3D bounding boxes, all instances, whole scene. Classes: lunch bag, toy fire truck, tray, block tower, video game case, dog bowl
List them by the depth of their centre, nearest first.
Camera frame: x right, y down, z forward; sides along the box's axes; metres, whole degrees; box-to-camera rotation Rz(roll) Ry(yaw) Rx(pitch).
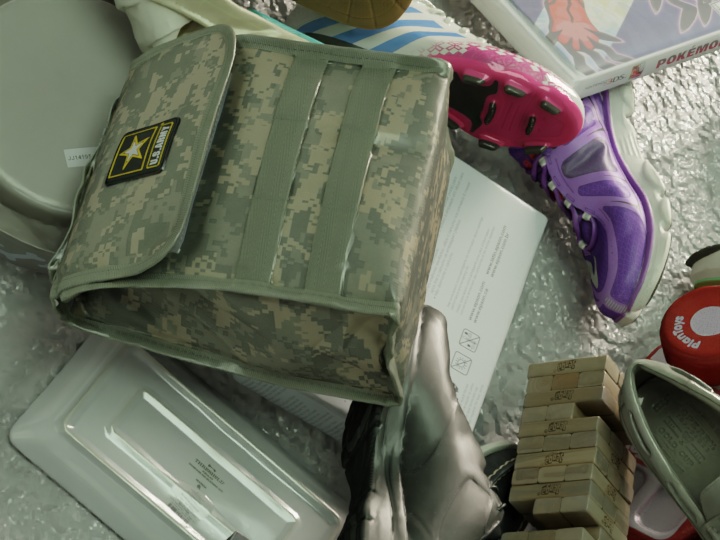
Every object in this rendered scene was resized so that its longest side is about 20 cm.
[{"bbox_3d":[-0.059,-0.036,1.079,0.198,0.118,0.165,9,59,9],"label":"lunch bag"},{"bbox_3d":[0.115,0.148,1.132,0.054,0.057,0.201,46,46,-42],"label":"block tower"},{"bbox_3d":[-0.091,0.118,1.133,0.200,0.022,0.108,41,59,-3],"label":"tray"},{"bbox_3d":[-0.170,-0.088,1.167,0.198,0.059,0.202,9,65,-20],"label":"dog bowl"},{"bbox_3d":[0.220,0.117,1.191,0.199,0.113,0.168,26,59,39],"label":"toy fire truck"},{"bbox_3d":[0.148,-0.205,1.346,0.181,0.023,0.200,-21,57,-30],"label":"video game case"}]

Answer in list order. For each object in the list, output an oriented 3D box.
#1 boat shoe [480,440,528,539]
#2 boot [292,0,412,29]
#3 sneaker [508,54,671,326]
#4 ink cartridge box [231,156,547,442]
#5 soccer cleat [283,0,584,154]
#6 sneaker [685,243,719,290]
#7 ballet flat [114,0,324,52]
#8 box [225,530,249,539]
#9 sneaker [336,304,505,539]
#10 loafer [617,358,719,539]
[{"bbox_3d":[0.049,0.175,1.134,0.200,0.060,0.074,-42,121,-31],"label":"boat shoe"},{"bbox_3d":[-0.065,-0.234,1.230,0.199,0.073,0.156,22,25,-23],"label":"boot"},{"bbox_3d":[0.138,-0.055,1.289,0.083,0.081,0.202,0,59,-22],"label":"sneaker"},{"bbox_3d":[0.000,0.000,1.206,0.199,0.041,0.201,33,58,-16],"label":"ink cartridge box"},{"bbox_3d":[0.048,-0.136,1.257,0.198,0.070,0.087,14,53,4],"label":"soccer cleat"},{"bbox_3d":[0.297,0.054,1.321,0.198,0.077,0.089,19,74,-10],"label":"sneaker"},{"bbox_3d":[-0.085,-0.133,1.159,0.199,0.069,0.070,31,59,-9],"label":"ballet flat"},{"bbox_3d":[-0.022,0.229,1.035,0.199,0.158,0.050,37,58,-6],"label":"box"},{"bbox_3d":[0.036,0.113,1.101,0.090,0.076,0.202,15,59,-12],"label":"sneaker"},{"bbox_3d":[0.208,0.126,1.091,0.070,0.070,0.200,-43,58,-2],"label":"loafer"}]
